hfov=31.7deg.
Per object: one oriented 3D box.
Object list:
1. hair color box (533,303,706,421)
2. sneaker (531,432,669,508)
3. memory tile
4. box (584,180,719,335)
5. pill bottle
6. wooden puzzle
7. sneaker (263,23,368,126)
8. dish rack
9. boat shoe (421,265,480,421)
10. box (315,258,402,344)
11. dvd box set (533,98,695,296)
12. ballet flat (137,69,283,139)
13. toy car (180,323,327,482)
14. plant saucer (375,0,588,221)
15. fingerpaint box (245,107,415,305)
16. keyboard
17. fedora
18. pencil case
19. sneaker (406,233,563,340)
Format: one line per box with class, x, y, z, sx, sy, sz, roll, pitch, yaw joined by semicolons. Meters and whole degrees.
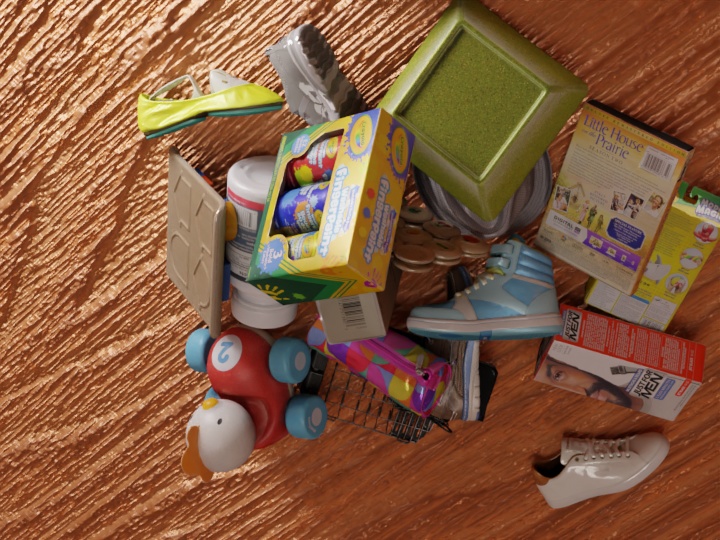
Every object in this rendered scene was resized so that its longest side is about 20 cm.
hair color box;0.337;0.122;1.658;0.197;0.065;0.111;17;147;2
sneaker;0.326;0.261;1.748;0.198;0.073;0.085;-28;112;23
memory tile;0.048;-0.051;1.548;0.199;0.152;0.017;30;122;41
box;0.377;-0.027;1.607;0.116;0.049;0.202;23;121;-2
pill bottle;-0.119;-0.034;1.646;0.117;0.120;0.203;9;119;5
wooden puzzle;-0.203;-0.040;1.633;0.046;0.200;0.188;-8;121;-25
sneaker;-0.049;-0.210;1.584;0.081;0.075;0.202;-9;116;39
dish rack;0.019;0.154;1.759;0.197;0.055;0.155;17;119;-2
boat shoe;0.118;0.096;1.658;0.071;0.072;0.204;-2;84;-5
box;0.000;0.000;1.597;0.076;0.201;0.096;-9;117;14
dvd box set;0.309;-0.090;1.560;0.145;0.029;0.203;29;119;24
ballet flat;-0.195;-0.217;1.601;0.197;0.067;0.068;-10;94;17
toy car;-0.178;0.190;1.698;0.182;0.200;0.179;3;120;33
plant saucer;0.132;-0.195;1.491;0.199;0.048;0.201;39;99;11
fingerpaint box;-0.035;-0.073;1.476;0.165;0.203;0.073;-8;150;41
keyboard;0.079;0.146;1.704;0.197;0.040;0.106;21;83;-3
fedora;0.149;-0.111;1.576;0.174;0.091;0.203;-11;115;15
pencil case;0.026;0.108;1.624;0.198;0.088;0.090;28;122;23
sneaker;0.154;0.020;1.595;0.196;0.080;0.133;-1;82;-6
